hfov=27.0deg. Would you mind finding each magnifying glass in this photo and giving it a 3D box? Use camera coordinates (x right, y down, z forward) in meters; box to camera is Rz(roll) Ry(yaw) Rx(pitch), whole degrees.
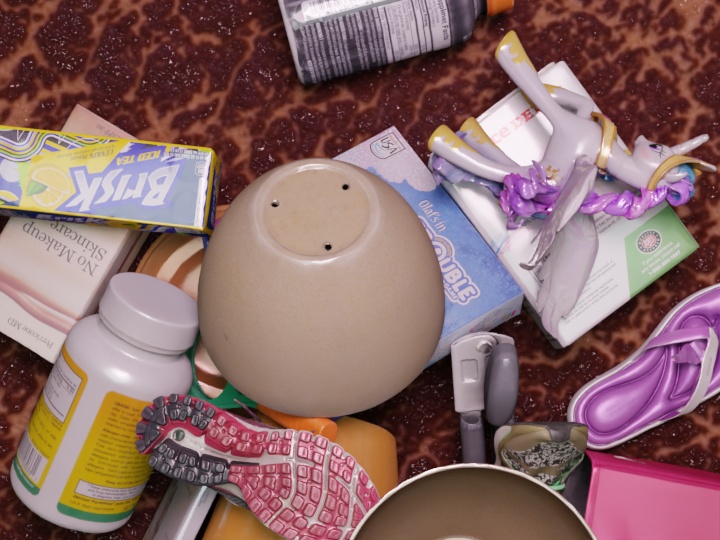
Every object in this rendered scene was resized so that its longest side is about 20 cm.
[{"bbox_3d":[-0.089,0.095,1.224,0.022,0.199,0.080,3,108,-42],"label":"magnifying glass"}]

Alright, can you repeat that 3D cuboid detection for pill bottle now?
[{"bbox_3d":[-0.208,0.108,1.251,0.112,0.113,0.201,27,108,2],"label":"pill bottle"},{"bbox_3d":[0.030,-0.235,1.296,0.198,0.106,0.107,-15,87,-1],"label":"pill bottle"}]

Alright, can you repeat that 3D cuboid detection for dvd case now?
[{"bbox_3d":[-0.172,0.244,1.256,0.017,0.143,0.201,26,88,-13],"label":"dvd case"}]

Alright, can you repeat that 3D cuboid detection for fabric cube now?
[{"bbox_3d":[0.256,0.261,1.222,0.197,0.196,0.202,10,87,2],"label":"fabric cube"}]

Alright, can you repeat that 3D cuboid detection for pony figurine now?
[{"bbox_3d":[0.157,-0.071,1.190,0.199,0.167,0.194,32,76,19],"label":"pony figurine"}]

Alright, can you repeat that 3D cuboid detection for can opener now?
[{"bbox_3d":[0.106,0.137,1.252,0.052,0.067,0.201,-4,127,1],"label":"can opener"}]

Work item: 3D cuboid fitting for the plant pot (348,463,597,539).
[{"bbox_3d":[0.078,0.245,1.109,0.198,0.134,0.202,0,82,-1],"label":"plant pot"}]

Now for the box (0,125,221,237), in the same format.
[{"bbox_3d":[-0.217,-0.073,1.225,0.198,0.064,0.071,6,86,1],"label":"box"}]

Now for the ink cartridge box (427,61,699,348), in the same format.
[{"bbox_3d":[0.170,-0.055,1.295,0.144,0.084,0.201,-36,87,-1],"label":"ink cartridge box"}]

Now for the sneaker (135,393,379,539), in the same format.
[{"bbox_3d":[-0.072,0.149,1.151,0.199,0.075,0.081,25,87,12],"label":"sneaker"}]

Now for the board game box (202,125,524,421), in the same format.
[{"bbox_3d":[0.000,0.000,1.256,0.198,0.043,0.200,-29,63,-17],"label":"board game box"}]

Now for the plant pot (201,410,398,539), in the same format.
[{"bbox_3d":[-0.045,0.219,1.243,0.198,0.200,0.185,10,71,1],"label":"plant pot"}]

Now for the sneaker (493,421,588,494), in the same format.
[{"bbox_3d":[0.138,0.184,1.186,0.076,0.201,0.089,0,57,-11],"label":"sneaker"}]

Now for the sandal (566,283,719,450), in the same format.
[{"bbox_3d":[0.272,0.089,1.303,0.202,0.050,0.083,-40,87,-1],"label":"sandal"}]

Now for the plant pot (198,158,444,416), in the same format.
[{"bbox_3d":[-0.032,-0.009,1.153,0.198,0.135,0.202,0,57,1],"label":"plant pot"}]

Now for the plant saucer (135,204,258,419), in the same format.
[{"bbox_3d":[-0.110,0.041,1.318,0.198,0.037,0.202,0,87,2],"label":"plant saucer"}]

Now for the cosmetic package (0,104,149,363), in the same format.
[{"bbox_3d":[-0.248,-0.029,1.298,0.103,0.087,0.201,29,88,2],"label":"cosmetic package"}]
